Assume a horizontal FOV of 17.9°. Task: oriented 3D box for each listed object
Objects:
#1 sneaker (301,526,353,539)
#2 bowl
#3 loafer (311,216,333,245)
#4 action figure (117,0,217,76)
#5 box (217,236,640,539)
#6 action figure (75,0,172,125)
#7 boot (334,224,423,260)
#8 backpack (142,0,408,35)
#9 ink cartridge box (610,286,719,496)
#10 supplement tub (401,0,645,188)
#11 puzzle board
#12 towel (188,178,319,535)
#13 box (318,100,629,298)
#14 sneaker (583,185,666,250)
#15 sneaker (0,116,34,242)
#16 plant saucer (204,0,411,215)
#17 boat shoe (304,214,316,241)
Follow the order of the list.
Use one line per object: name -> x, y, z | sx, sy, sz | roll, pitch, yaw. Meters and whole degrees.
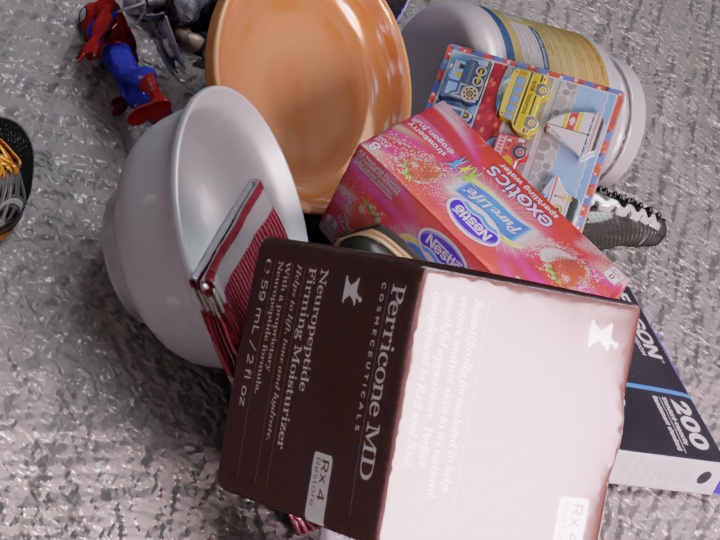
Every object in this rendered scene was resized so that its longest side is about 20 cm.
sneaker -> 0.015, 0.197, 1.468 | 0.115, 0.075, 0.200 | 43, 35, 0
bowl -> -0.114, -0.018, 1.555 | 0.201, 0.090, 0.203 | -13, 90, -68
loafer -> 0.000, 0.000, 1.704 | 0.073, 0.071, 0.201 | 18, 38, -31
action figure -> -0.096, -0.222, 1.730 | 0.199, 0.131, 0.069 | -18, 16, -27
box -> 0.038, 0.078, 1.401 | 0.163, 0.168, 0.199 | 11, 0, -31
action figure -> -0.180, -0.151, 1.712 | 0.066, 0.051, 0.200 | 63, 0, -38
boot -> 0.016, 0.082, 1.562 | 0.138, 0.077, 0.201 | -38, 105, -54
backpack -> -0.055, -0.251, 1.872 | 0.190, 0.200, 0.154 | 36, 18, -12
ink cartridge box -> 0.215, 0.090, 1.845 | 0.199, 0.043, 0.199 | 12, 41, -39
supplement tub -> 0.132, -0.142, 1.949 | 0.199, 0.145, 0.145 | 10, 42, -38
puzzle board -> 0.109, -0.075, 1.789 | 0.149, 0.017, 0.201 | 15, 69, 11
towel -> -0.050, 0.056, 1.525 | 0.144, 0.023, 0.201 | -65, 138, -58
box -> 0.079, -0.012, 1.635 | 0.200, 0.096, 0.099 | 45, 46, 17
sneaker -> 0.168, -0.031, 1.909 | 0.199, 0.091, 0.066 | 11, 12, -34
sneaker -> -0.259, -0.056, 1.501 | 0.078, 0.077, 0.200 | 35, 30, -4
plant saucer -> -0.043, -0.140, 1.690 | 0.199, 0.037, 0.202 | 6, 82, -44
boat shoe -> -0.074, -0.100, 1.762 | 0.063, 0.071, 0.201 | 17, 46, -31
